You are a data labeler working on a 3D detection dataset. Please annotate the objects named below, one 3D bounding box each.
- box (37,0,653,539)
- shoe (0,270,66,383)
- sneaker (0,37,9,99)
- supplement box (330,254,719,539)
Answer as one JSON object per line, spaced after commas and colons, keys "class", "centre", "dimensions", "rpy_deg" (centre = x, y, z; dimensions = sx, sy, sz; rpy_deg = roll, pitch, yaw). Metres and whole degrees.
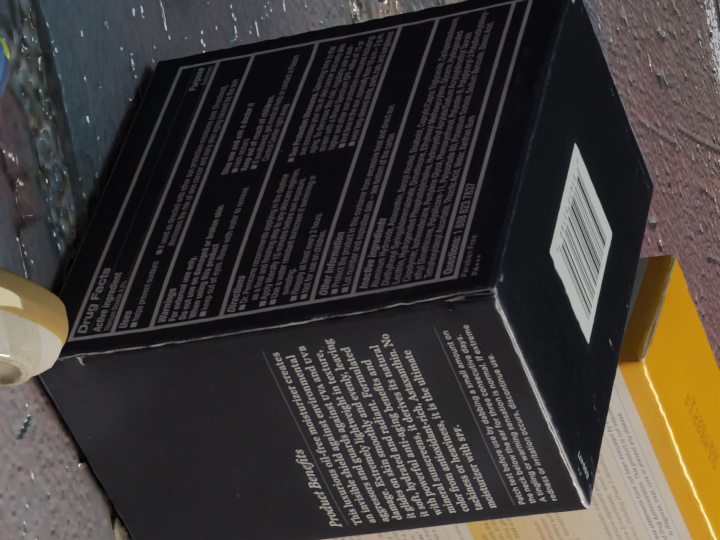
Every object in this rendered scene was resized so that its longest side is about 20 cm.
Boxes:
{"class": "box", "centre": [0.000, 0.000, 1.177], "dimensions": [0.201, 0.197, 0.124], "rpy_deg": [-72, 146, -47]}
{"class": "shoe", "centre": [-0.181, 0.020, 0.829], "dimensions": [0.199, 0.070, 0.054], "rpy_deg": [7, 79, -25]}
{"class": "sneaker", "centre": [-0.182, -0.034, 0.949], "dimensions": [0.082, 0.074, 0.201], "rpy_deg": [54, 31, -32]}
{"class": "supplement box", "centre": [0.061, 0.072, 1.282], "dimensions": [0.127, 0.199, 0.074], "rpy_deg": [64, 32, -33]}
